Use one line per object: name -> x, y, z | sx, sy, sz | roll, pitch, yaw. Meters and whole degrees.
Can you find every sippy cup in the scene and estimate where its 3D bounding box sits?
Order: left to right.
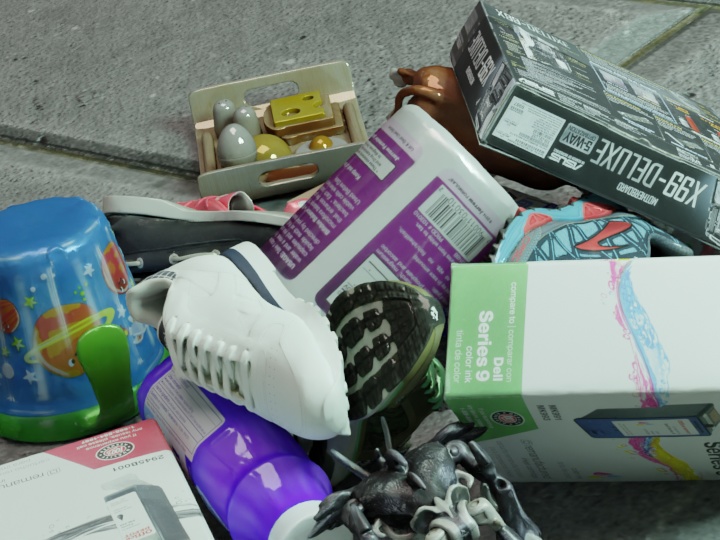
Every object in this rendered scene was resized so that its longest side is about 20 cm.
sippy cup -> -0.206, 0.026, 1.450 | 0.177, 0.131, 0.140 | 4, 29, 28

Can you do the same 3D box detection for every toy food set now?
toy food set -> -0.068, -0.120, 1.766 | 0.143, 0.061, 0.200 | -12, 27, -1

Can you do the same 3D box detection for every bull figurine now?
bull figurine -> 0.106, -0.093, 1.544 | 0.065, 0.200, 0.121 | -66, 23, -7

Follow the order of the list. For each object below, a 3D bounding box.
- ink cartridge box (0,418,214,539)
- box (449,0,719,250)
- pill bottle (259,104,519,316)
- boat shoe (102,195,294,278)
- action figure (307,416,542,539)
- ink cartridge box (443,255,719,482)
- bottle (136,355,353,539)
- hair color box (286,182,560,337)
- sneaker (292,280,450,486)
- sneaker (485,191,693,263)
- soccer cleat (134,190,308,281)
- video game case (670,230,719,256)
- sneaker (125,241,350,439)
ink cartridge box -> -0.150, 0.177, 1.180 | 0.145, 0.085, 0.200 | -17, 28, -11
box -> 0.165, -0.098, 1.451 | 0.199, 0.050, 0.158 | 22, 22, -17
pill bottle -> 0.000, 0.000, 1.375 | 0.200, 0.112, 0.112 | -44, 30, 1
boat shoe -> -0.094, -0.014, 1.479 | 0.199, 0.061, 0.074 | 6, -3, 22
action figure -> 0.049, 0.152, 1.135 | 0.119, 0.102, 0.200 | -25, 27, -16
ink cartridge box -> 0.160, 0.057, 1.209 | 0.199, 0.145, 0.088 | -3, 65, 16
bottle -> -0.066, 0.117, 1.264 | 0.065, 0.084, 0.200 | -40, 34, -6
hair color box -> 0.050, -0.020, 1.518 | 0.109, 0.065, 0.200 | -27, 29, -29
sneaker -> 0.021, 0.062, 1.263 | 0.088, 0.200, 0.077 | -6, 66, -23
sneaker -> 0.146, 0.002, 1.356 | 0.095, 0.080, 0.200 | 24, 29, 27
soccer cleat -> -0.116, -0.027, 1.569 | 0.199, 0.077, 0.067 | 11, 14, 32
video game case -> 0.238, 0.021, 1.411 | 0.143, 0.018, 0.200 | 7, 31, 33
sneaker -> -0.068, 0.049, 1.245 | 0.080, 0.077, 0.200 | -9, 23, -23
